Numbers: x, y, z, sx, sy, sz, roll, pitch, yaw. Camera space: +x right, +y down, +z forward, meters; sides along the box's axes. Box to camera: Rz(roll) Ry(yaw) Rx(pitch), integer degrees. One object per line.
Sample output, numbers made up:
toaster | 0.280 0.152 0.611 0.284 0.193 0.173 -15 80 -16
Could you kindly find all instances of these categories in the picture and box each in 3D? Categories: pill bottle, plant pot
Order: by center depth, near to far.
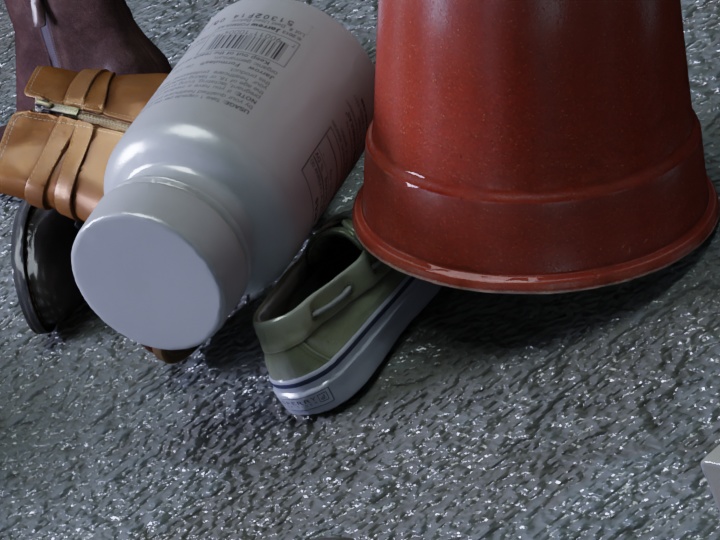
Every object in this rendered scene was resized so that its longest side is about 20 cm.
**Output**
plant pot | 0.090 -0.119 1.574 0.200 0.196 0.201 -2 27 1
pill bottle | -0.074 -0.051 1.615 0.114 0.114 0.200 -7 33 31

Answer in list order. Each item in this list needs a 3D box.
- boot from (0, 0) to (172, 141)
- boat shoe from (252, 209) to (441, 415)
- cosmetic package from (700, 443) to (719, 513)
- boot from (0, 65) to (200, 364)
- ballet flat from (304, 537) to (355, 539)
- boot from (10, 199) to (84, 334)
boot | -0.202 -0.133 1.949 0.200 0.167 0.072 -1 33 40
boat shoe | 0.000 0.000 1.634 0.072 0.062 0.200 -10 28 27
cosmetic package | 0.254 0.060 1.283 0.200 0.073 0.103 -37 28 -27
boot | -0.143 -0.040 1.724 0.155 0.077 0.200 12 57 8
ballet flat | -0.094 0.168 1.415 0.200 0.046 0.067 -17 -6 2
boot | -0.106 -0.038 1.805 0.174 0.069 0.200 -1 39 25
